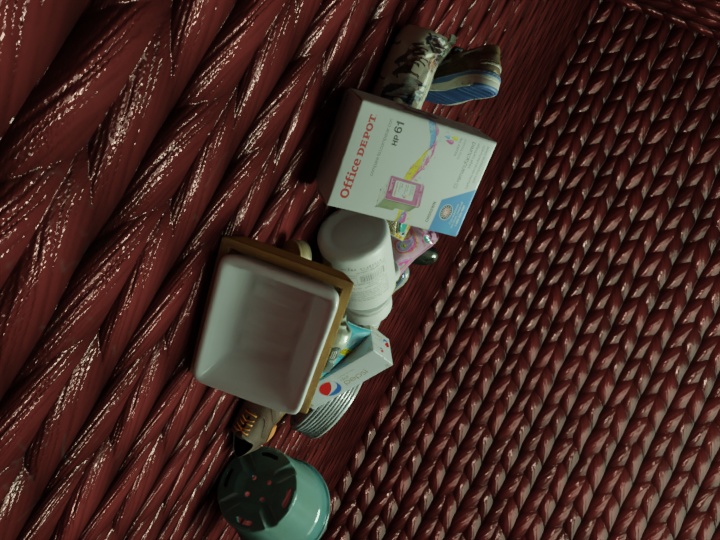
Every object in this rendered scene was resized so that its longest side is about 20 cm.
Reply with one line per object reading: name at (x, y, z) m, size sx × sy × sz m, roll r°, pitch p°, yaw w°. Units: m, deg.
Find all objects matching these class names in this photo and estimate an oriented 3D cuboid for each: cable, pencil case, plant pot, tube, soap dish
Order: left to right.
soap dish at (-0.108, 0.065, 0.716) m, size 0.081 × 0.157 × 0.200 m, roll -74°, pitch -176°, yaw -64°
plant pot at (-0.170, 0.433, 1.128) m, size 0.200 × 0.200 × 0.196 m, roll -57°, pitch 158°, yaw -24°
tube at (-0.071, 0.164, 1.092) m, size 0.200 × 0.050 × 0.077 m, roll -43°, pitch 148°, yaw 16°
cable at (-0.072, 0.269, 1.278) m, size 0.200 × 0.069 × 0.200 m, roll -53°, pitch -171°, yaw -16°
pencil case at (0.071, -0.024, 1.228) m, size 0.200 × 0.087 × 0.087 m, roll -48°, pitch 172°, yaw 21°
pencil case at (0.063, -0.256, 0.859) m, size 0.200 × 0.089 × 0.078 m, roll -66°, pitch 167°, yaw 9°

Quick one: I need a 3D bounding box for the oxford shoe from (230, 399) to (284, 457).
oxford shoe at (-0.172, 0.245, 0.985) m, size 0.073 × 0.071 × 0.200 m, roll -41°, pitch 156°, yaw -45°

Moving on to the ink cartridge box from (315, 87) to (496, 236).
ink cartridge box at (0.057, -0.143, 0.799) m, size 0.085 × 0.200 × 0.145 m, roll -116°, pitch -138°, yaw -60°

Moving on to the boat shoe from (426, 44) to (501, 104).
boat shoe at (0.145, -0.301, 0.907) m, size 0.072 × 0.200 × 0.073 m, roll 14°, pitch 94°, yaw -34°

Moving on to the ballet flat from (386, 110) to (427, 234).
ballet flat at (0.059, -0.157, 0.939) m, size 0.071 × 0.065 × 0.200 m, roll -28°, pitch 134°, yaw -66°

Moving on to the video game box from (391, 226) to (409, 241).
video game box at (0.068, -0.167, 1.049) m, size 0.182 × 0.047 × 0.200 m, roll 20°, pitch 97°, yaw -58°

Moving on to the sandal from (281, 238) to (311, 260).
sandal at (-0.132, 0.055, 0.824) m, size 0.070 × 0.078 × 0.212 m, roll 3°, pitch 109°, yaw -41°

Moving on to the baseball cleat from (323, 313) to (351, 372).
baseball cleat at (-0.076, 0.071, 0.855) m, size 0.107 × 0.070 × 0.200 m, roll -65°, pitch -154°, yaw 17°

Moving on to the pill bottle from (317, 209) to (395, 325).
pill bottle at (0.000, 0.000, 0.985) m, size 0.114 × 0.114 × 0.200 m, roll -55°, pitch 153°, yaw -29°

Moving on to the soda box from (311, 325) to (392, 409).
soda box at (-0.038, 0.188, 1.143) m, size 0.200 × 0.064 × 0.068 m, roll -34°, pitch -142°, yaw 22°

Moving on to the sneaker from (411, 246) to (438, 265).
sneaker at (0.118, -0.072, 1.336) m, size 0.199 × 0.076 × 0.114 m, roll 12°, pitch -98°, yaw 69°

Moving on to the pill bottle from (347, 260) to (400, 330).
pill bottle at (-0.005, 0.064, 1.170) m, size 0.112 × 0.112 × 0.200 m, roll -37°, pitch 152°, yaw -62°

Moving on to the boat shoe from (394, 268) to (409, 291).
boat shoe at (0.026, 0.049, 1.360) m, size 0.072 × 0.072 × 0.200 m, roll 6°, pitch 130°, yaw -43°
